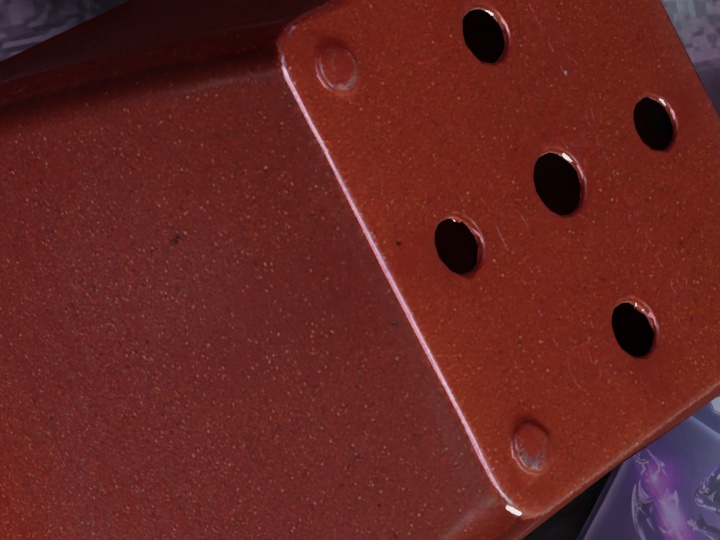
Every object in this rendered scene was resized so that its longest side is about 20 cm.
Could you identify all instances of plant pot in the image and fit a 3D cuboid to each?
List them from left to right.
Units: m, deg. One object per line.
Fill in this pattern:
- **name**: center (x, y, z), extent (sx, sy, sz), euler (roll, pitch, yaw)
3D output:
- **plant pot**: center (0.000, 0.000, 0.790), extent (0.200, 0.176, 0.201), euler (-31, 95, -42)

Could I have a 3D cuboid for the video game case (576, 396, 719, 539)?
- **video game case**: center (0.151, 0.066, 0.858), extent (0.142, 0.019, 0.201), euler (26, 85, 21)
